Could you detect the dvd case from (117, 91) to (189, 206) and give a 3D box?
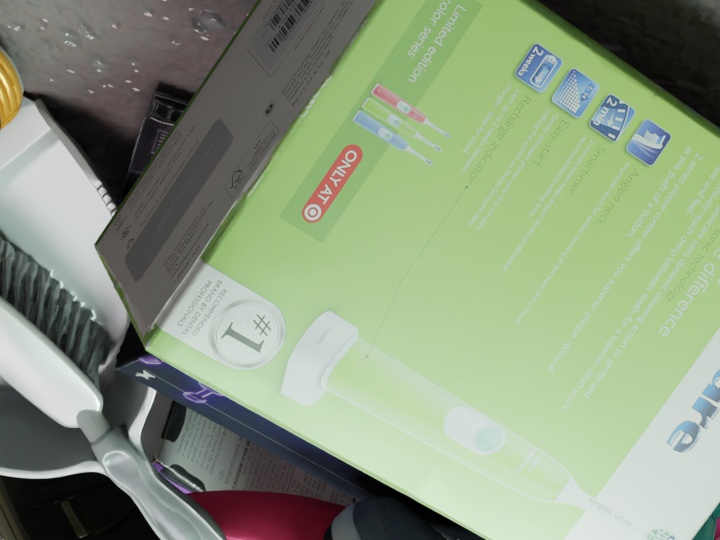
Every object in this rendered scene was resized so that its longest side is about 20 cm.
[{"bbox_3d":[0.000,0.000,0.959,0.199,0.016,0.149,20,153,-5],"label":"dvd case"}]

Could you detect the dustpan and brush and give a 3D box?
[{"bbox_3d":[-0.113,0.048,0.954,0.139,0.057,0.200,-37,113,17],"label":"dustpan and brush"}]

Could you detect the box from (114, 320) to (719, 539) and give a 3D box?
[{"bbox_3d":[0.032,0.035,0.906,0.199,0.079,0.141,30,153,-26],"label":"box"}]

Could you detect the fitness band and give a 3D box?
[{"bbox_3d":[-0.046,0.146,1.092,0.143,0.038,0.200,12,152,1],"label":"fitness band"}]

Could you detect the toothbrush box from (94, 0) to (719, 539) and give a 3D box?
[{"bbox_3d":[0.041,-0.005,0.759,0.199,0.146,0.086,30,-170,-25],"label":"toothbrush box"}]

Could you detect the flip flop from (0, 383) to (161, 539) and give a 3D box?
[{"bbox_3d":[-0.124,0.088,1.012,0.081,0.201,0.058,-13,152,-25],"label":"flip flop"}]

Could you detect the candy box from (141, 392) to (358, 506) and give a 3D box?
[{"bbox_3d":[-0.065,0.118,1.164,0.200,0.072,0.167,35,148,-32],"label":"candy box"}]

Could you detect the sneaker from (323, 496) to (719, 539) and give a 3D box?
[{"bbox_3d":[0.085,0.122,0.873,0.200,0.121,0.083,42,-164,22],"label":"sneaker"}]

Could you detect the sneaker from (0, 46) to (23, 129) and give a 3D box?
[{"bbox_3d":[-0.224,-0.078,0.872,0.199,0.078,0.078,23,156,-6],"label":"sneaker"}]
